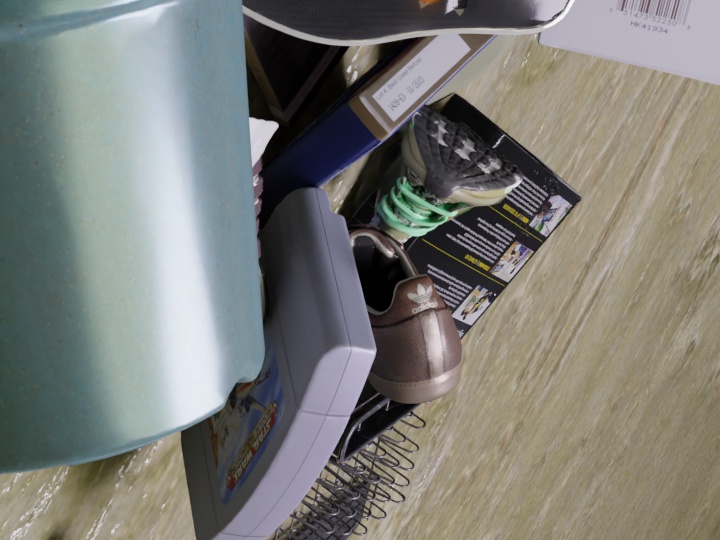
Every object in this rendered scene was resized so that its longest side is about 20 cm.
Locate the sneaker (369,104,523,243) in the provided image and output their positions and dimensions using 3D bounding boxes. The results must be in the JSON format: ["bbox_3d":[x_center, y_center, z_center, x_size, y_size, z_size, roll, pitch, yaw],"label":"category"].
[{"bbox_3d":[0.040,-0.044,1.145,0.089,0.077,0.200,-57,-178,6],"label":"sneaker"}]

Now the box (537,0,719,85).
[{"bbox_3d":[0.185,-0.208,1.141,0.200,0.124,0.098,-69,171,-51],"label":"box"}]

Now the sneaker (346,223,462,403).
[{"bbox_3d":[0.000,0.000,1.116,0.070,0.200,0.076,-18,122,-24],"label":"sneaker"}]

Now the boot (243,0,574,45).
[{"bbox_3d":[-0.002,-0.176,1.015,0.200,0.144,0.073,1,119,-22],"label":"boot"}]

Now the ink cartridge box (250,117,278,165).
[{"bbox_3d":[-0.143,-0.028,0.901,0.162,0.050,0.200,-57,156,14],"label":"ink cartridge box"}]

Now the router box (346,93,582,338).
[{"bbox_3d":[0.065,-0.029,1.340,0.149,0.051,0.200,-50,157,6],"label":"router box"}]

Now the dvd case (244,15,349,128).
[{"bbox_3d":[-0.026,-0.186,1.058,0.149,0.016,0.200,-57,155,-16],"label":"dvd case"}]

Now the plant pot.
[{"bbox_3d":[-0.119,-0.048,0.661,0.200,0.200,0.197,-30,118,-51],"label":"plant pot"}]

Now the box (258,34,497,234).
[{"bbox_3d":[-0.003,-0.086,1.110,0.121,0.032,0.200,-45,-174,-33],"label":"box"}]

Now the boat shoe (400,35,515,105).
[{"bbox_3d":[0.056,-0.164,1.184,0.074,0.066,0.199,-29,168,-18],"label":"boat shoe"}]

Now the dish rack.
[{"bbox_3d":[-0.007,0.153,1.423,0.153,0.054,0.200,-30,142,-49],"label":"dish rack"}]

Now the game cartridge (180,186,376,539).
[{"bbox_3d":[-0.053,0.066,1.089,0.041,0.133,0.200,11,135,-22],"label":"game cartridge"}]

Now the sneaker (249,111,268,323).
[{"bbox_3d":[-0.113,-0.026,0.991,0.115,0.076,0.200,-27,129,-25],"label":"sneaker"}]
